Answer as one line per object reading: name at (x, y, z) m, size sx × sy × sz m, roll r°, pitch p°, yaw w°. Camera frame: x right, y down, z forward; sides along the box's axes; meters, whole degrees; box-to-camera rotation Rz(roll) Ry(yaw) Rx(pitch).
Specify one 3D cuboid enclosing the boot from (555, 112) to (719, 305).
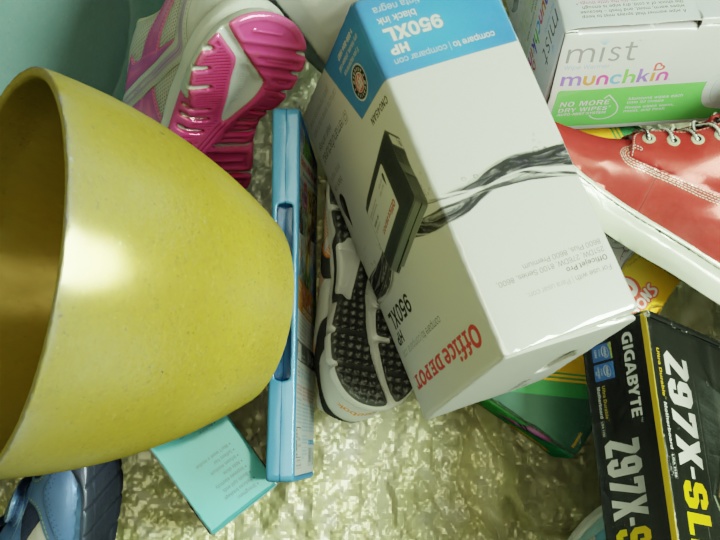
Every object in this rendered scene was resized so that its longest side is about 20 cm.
boot at (0.185, -0.079, 0.772) m, size 0.199 × 0.072 × 0.145 m, roll 29°, pitch 99°, yaw -9°

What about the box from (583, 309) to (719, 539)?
box at (0.198, 0.138, 0.767) m, size 0.159 × 0.049 × 0.201 m, roll 19°, pitch 60°, yaw -45°

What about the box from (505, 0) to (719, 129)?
box at (0.197, -0.188, 0.821) m, size 0.198 × 0.097 × 0.178 m, roll -4°, pitch 59°, yaw -8°

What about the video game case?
video game case at (-0.039, 0.021, 0.773) m, size 0.018 × 0.143 × 0.202 m, roll 0°, pitch 82°, yaw 2°

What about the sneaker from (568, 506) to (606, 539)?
sneaker at (0.144, 0.213, 0.768) m, size 0.079 × 0.131 × 0.200 m, roll 38°, pitch 77°, yaw -1°

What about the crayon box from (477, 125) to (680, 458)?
crayon box at (0.131, 0.003, 0.839) m, size 0.118 × 0.058 × 0.201 m, roll 33°, pitch 80°, yaw -2°

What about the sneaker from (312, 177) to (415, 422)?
sneaker at (0.000, 0.000, 0.821) m, size 0.073 × 0.080 × 0.201 m, roll 15°, pitch 63°, yaw -12°

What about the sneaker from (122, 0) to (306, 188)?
sneaker at (-0.100, -0.102, 0.779) m, size 0.081 × 0.200 × 0.089 m, roll 2°, pitch 51°, yaw -35°

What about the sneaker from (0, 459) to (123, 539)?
sneaker at (-0.187, 0.160, 0.759) m, size 0.082 × 0.074 × 0.202 m, roll 11°, pitch 96°, yaw 7°

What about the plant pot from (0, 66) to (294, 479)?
plant pot at (-0.118, 0.010, 0.675) m, size 0.141 × 0.200 × 0.202 m, roll 9°, pitch 80°, yaw -30°

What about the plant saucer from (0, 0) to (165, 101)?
plant saucer at (-0.179, -0.135, 0.774) m, size 0.036 × 0.200 × 0.201 m, roll 18°, pitch 79°, yaw 30°

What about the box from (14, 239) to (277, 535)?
box at (-0.128, 0.061, 0.789) m, size 0.049 × 0.082 × 0.200 m, roll -36°, pitch 88°, yaw -10°

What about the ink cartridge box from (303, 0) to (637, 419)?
ink cartridge box at (0.052, -0.036, 0.719) m, size 0.084 × 0.145 × 0.201 m, roll -18°, pitch 77°, yaw -19°

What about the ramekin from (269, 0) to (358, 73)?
ramekin at (-0.032, -0.201, 0.784) m, size 0.094 × 0.202 × 0.203 m, roll -41°, pitch 88°, yaw 1°
